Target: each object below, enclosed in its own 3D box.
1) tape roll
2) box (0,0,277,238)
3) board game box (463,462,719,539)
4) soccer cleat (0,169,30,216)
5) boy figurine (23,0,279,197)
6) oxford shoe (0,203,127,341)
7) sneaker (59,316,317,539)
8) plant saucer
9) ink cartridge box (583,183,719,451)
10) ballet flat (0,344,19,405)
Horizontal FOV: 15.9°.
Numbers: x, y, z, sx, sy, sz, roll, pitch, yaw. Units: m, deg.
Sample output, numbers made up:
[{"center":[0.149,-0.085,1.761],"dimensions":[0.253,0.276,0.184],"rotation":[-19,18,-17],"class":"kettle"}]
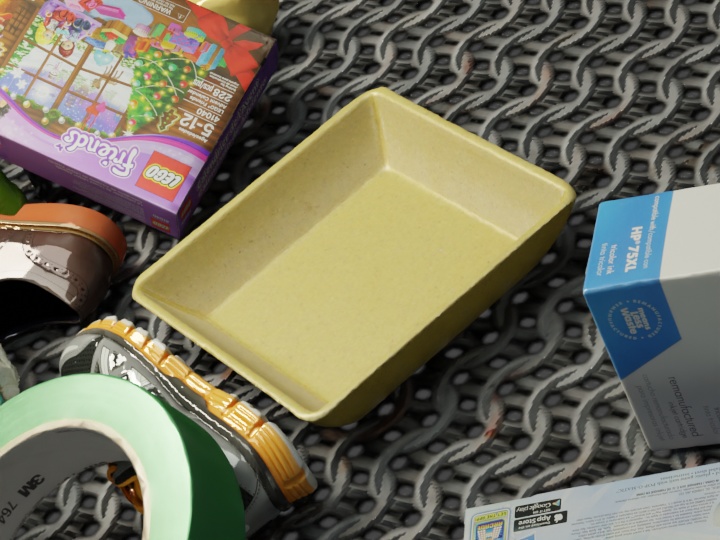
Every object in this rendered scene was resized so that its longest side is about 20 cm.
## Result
[{"center":[-0.151,0.153,1.314],"dimensions":[0.200,0.048,0.201],"rotation":[-19,55,29],"class":"tape roll"},{"center":[-0.169,-0.121,1.608],"dimensions":[0.199,0.039,0.137],"rotation":[24,68,10],"class":"box"},{"center":[0.139,0.177,1.165],"dimensions":[0.199,0.043,0.200],"rotation":[-12,39,19],"class":"board game box"},{"center":[-0.279,-0.071,1.677],"dimensions":[0.067,0.081,0.200],"rotation":[-41,39,-18],"class":"soccer cleat"},{"center":[-0.144,-0.135,1.672],"dimensions":[0.199,0.064,0.125],"rotation":[-33,70,-10],"class":"boy figurine"},{"center":[-0.243,0.004,1.580],"dimensions":[0.199,0.071,0.073],"rotation":[-5,48,27],"class":"oxford shoe"},{"center":[-0.111,0.089,1.395],"dimensions":[0.077,0.078,0.200],"rotation":[-47,41,-13],"class":"sneaker"},{"center":[0.000,0.000,1.452],"dimensions":[0.200,0.049,0.200],"rotation":[-40,38,-16],"class":"plant saucer"},{"center":[0.221,0.015,1.243],"dimensions":[0.199,0.116,0.067],"rotation":[-9,40,24],"class":"ink cartridge box"},{"center":[-0.269,0.050,1.549],"dimensions":[0.199,0.072,0.072],"rotation":[7,49,34],"class":"ballet flat"}]
